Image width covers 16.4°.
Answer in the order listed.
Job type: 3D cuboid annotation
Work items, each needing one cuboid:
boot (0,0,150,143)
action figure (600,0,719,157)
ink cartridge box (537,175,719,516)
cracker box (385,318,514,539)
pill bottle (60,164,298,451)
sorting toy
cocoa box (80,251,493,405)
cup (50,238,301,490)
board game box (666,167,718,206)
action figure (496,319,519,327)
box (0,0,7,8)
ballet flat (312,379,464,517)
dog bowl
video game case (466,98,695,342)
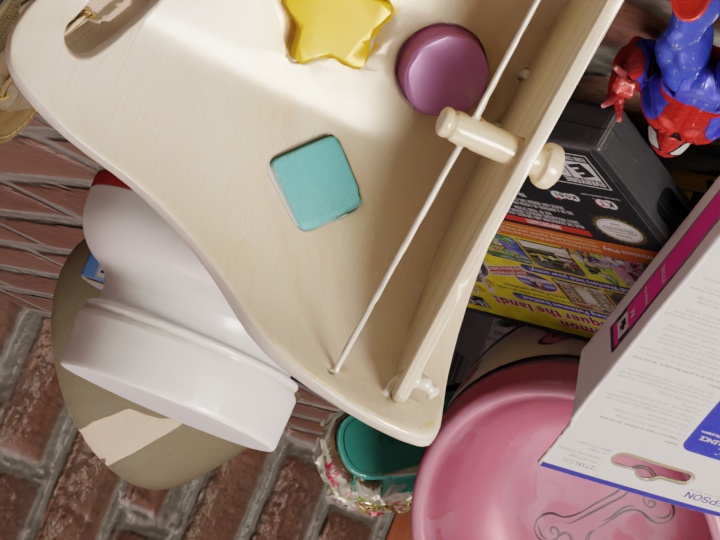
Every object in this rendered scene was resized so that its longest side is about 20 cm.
[{"bbox_3d":[-0.100,-0.076,1.088,0.155,0.073,0.200,38,150,-1],"label":"boot"},{"bbox_3d":[0.122,-0.070,0.883,0.065,0.052,0.200,18,174,3],"label":"action figure"},{"bbox_3d":[0.157,0.025,1.016,0.094,0.037,0.200,17,134,-17],"label":"ink cartridge box"},{"bbox_3d":[0.111,0.090,1.379,0.133,0.201,0.058,15,168,37],"label":"cracker box"},{"bbox_3d":[-0.033,-0.042,0.911,0.112,0.201,0.112,21,172,3],"label":"pill bottle"},{"bbox_3d":[-0.012,-0.080,0.802,0.179,0.201,0.107,26,-165,-10],"label":"sorting toy"},{"bbox_3d":[-0.026,-0.010,1.326,0.131,0.134,0.200,16,170,33],"label":"cocoa box"},{"bbox_3d":[-0.110,0.050,1.840,0.143,0.202,0.200,-15,151,33],"label":"cup"},{"bbox_3d":[0.234,0.020,1.122,0.199,0.057,0.165,13,169,46],"label":"board game box"},{"bbox_3d":[0.129,0.020,1.252,0.200,0.102,0.119,55,-159,12],"label":"action figure"},{"bbox_3d":[-0.236,-0.178,0.967,0.159,0.046,0.200,12,154,52],"label":"box"},{"bbox_3d":[0.069,0.089,1.304,0.199,0.076,0.064,-3,156,-13],"label":"ballet flat"},{"bbox_3d":[0.111,0.121,1.183,0.199,0.201,0.074,18,-157,25],"label":"dog bowl"},{"bbox_3d":[0.073,-0.024,1.089,0.199,0.026,0.181,14,156,44],"label":"video game case"}]
